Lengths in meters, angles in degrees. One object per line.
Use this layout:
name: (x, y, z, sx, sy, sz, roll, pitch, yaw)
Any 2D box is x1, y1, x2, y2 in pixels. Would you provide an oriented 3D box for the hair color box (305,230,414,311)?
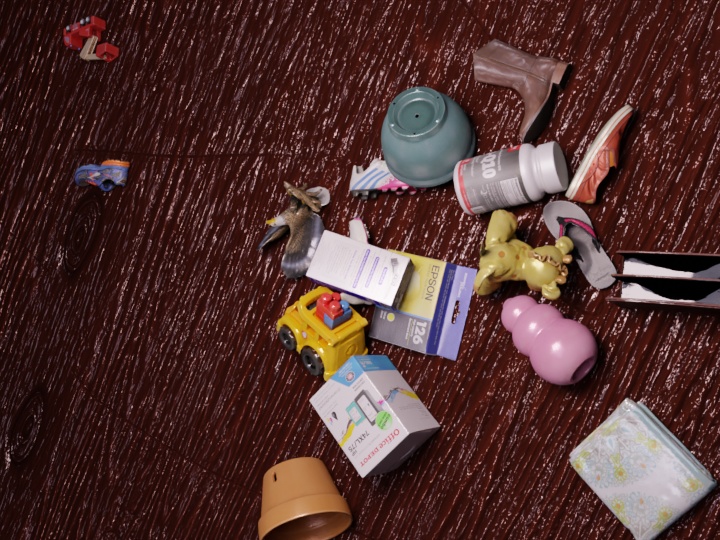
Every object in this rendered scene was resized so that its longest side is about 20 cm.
hair color box: (0.000, 0.000, 1.555, 0.200, 0.065, 0.109, 19, 80, 19)

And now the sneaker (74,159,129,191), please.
sneaker: (-0.745, -0.264, 2.121, 0.200, 0.075, 0.079, -8, 83, 32)

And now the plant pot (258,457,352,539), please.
plant pot: (-0.129, 0.495, 1.593, 0.200, 0.200, 0.140, -35, 51, 23)

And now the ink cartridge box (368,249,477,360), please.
ink cartridge box: (0.128, 0.070, 1.566, 0.200, 0.047, 0.198, 13, 90, 34)

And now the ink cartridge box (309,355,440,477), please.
ink cartridge box: (0.030, 0.297, 1.535, 0.147, 0.146, 0.200, -48, 63, 18)

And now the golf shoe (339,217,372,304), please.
golf shoe: (-0.016, -0.020, 1.627, 0.091, 0.075, 0.200, -6, 71, -3)

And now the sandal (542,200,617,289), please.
sandal: (0.416, -0.056, 1.405, 0.075, 0.045, 0.200, -39, 66, 22)

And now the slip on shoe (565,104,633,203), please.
slip on shoe: (0.459, -0.215, 1.393, 0.061, 0.074, 0.200, 28, 99, 8)

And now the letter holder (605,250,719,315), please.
letter holder: (0.535, 0.017, 1.267, 0.200, 0.142, 0.101, 4, 86, 32)

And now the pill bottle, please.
pill bottle: (0.295, -0.183, 1.454, 0.200, 0.114, 0.114, -12, 78, 30)

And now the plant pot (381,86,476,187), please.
plant pot: (0.128, -0.290, 1.522, 0.200, 0.134, 0.201, -7, 66, 15)

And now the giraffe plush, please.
giraffe plush: (0.311, -0.017, 1.397, 0.162, 0.200, 0.173, 14, 96, 13)

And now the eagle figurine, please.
eagle figurine: (-0.159, -0.106, 1.732, 0.152, 0.151, 0.200, -90, 12, -53)

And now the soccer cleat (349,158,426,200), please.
soccer cleat: (0.062, -0.208, 1.625, 0.200, 0.070, 0.086, -3, 83, 31)

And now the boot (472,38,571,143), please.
boot: (0.298, -0.368, 1.504, 0.200, 0.064, 0.187, 28, 85, 28)

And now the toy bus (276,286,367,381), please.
toy bus: (-0.081, 0.105, 1.587, 0.200, 0.136, 0.192, 39, 143, 31)

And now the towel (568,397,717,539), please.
towel: (0.491, 0.351, 1.310, 0.171, 0.048, 0.200, -50, 62, 20)

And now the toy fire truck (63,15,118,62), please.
toy fire truck: (-0.814, -0.684, 2.229, 0.200, 0.049, 0.141, -8, 80, 30)

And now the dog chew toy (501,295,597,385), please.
dog chew toy: (0.344, 0.120, 1.388, 0.125, 0.124, 0.200, -54, 53, 14)
